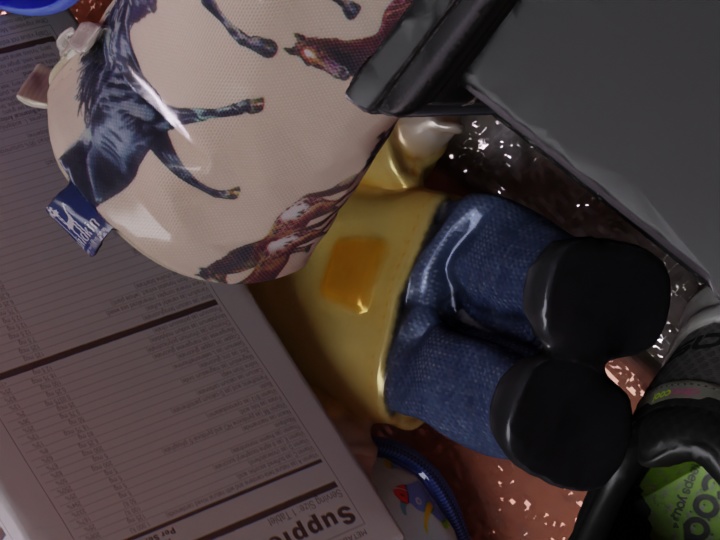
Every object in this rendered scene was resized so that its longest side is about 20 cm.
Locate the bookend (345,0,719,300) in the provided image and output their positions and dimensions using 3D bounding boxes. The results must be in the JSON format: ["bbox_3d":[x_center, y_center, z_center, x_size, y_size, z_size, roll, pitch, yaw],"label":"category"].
[{"bbox_3d":[0.116,-0.017,0.622,0.200,0.199,0.092,38,99,5],"label":"bookend"}]

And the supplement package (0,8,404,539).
[{"bbox_3d":[-0.099,0.040,0.760,0.201,0.113,0.110,57,140,18],"label":"supplement package"}]

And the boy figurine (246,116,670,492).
[{"bbox_3d":[0.000,0.000,0.777,0.199,0.064,0.125,19,91,43],"label":"boy figurine"}]

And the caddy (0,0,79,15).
[{"bbox_3d":[-0.100,-0.153,0.710,0.141,0.105,0.200,46,151,-2],"label":"caddy"}]

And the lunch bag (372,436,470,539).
[{"bbox_3d":[-0.042,0.136,0.881,0.199,0.082,0.162,-10,113,35],"label":"lunch bag"}]

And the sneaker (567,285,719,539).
[{"bbox_3d":[0.094,0.101,0.780,0.073,0.087,0.201,22,125,18],"label":"sneaker"}]

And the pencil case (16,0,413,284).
[{"bbox_3d":[-0.011,-0.086,0.639,0.089,0.078,0.200,25,127,-12],"label":"pencil case"}]
